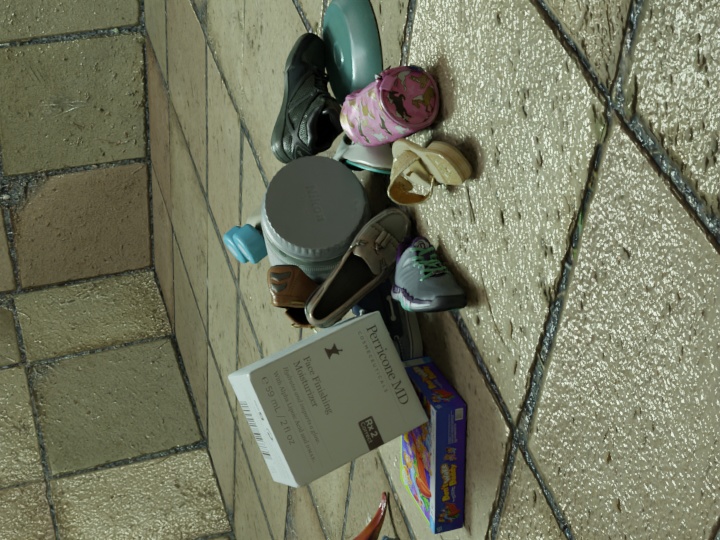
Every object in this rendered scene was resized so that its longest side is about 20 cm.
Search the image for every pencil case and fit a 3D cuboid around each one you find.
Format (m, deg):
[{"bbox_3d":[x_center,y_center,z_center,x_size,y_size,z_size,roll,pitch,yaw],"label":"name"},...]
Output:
[{"bbox_3d":[0.034,-0.209,1.631,0.200,0.082,0.087,169,90,-74],"label":"pencil case"}]

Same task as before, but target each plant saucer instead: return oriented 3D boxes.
[{"bbox_3d":[-0.018,-0.313,1.829,0.200,0.036,0.202,170,90,-73],"label":"plant saucer"}]

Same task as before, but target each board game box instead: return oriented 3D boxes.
[{"bbox_3d":[0.098,0.239,1.738,0.135,0.044,0.202,-128,32,-58],"label":"board game box"}]

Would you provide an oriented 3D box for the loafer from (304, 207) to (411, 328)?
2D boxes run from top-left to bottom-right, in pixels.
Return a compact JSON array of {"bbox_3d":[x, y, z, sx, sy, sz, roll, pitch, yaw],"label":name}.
[{"bbox_3d":[0.000,0.000,1.713,0.072,0.200,0.063,40,-178,-1],"label":"loafer"}]

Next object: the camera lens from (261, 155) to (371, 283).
[{"bbox_3d":[-0.063,-0.061,1.855,0.200,0.159,0.161,87,168,-70],"label":"camera lens"}]

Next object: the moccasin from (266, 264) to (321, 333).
[{"bbox_3d":[-0.076,0.053,1.810,0.201,0.073,0.078,48,-136,-69],"label":"moccasin"}]

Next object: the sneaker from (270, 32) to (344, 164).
[{"bbox_3d":[-0.059,-0.254,1.826,0.113,0.076,0.201,-5,65,37],"label":"sneaker"}]

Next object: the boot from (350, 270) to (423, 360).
[{"bbox_3d":[0.030,0.068,1.788,0.073,0.090,0.202,177,84,-73],"label":"boot"}]

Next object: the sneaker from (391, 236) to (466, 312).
[{"bbox_3d":[0.080,0.003,1.621,0.200,0.074,0.088,-162,68,-73],"label":"sneaker"}]

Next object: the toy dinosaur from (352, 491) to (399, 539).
[{"bbox_3d":[-0.024,0.484,2.048,0.105,0.180,0.202,115,143,-63],"label":"toy dinosaur"}]

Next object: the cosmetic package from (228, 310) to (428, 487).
[{"bbox_3d":[-0.047,0.172,1.699,0.166,0.199,0.165,65,164,-1],"label":"cosmetic package"}]

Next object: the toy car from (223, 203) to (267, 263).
[{"bbox_3d":[-0.091,-0.034,2.087,0.201,0.184,0.177,53,167,-11],"label":"toy car"}]

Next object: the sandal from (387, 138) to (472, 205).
[{"bbox_3d":[0.063,-0.115,1.564,0.078,0.070,0.211,49,167,-15],"label":"sandal"}]

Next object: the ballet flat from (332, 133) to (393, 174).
[{"bbox_3d":[0.007,-0.173,1.794,0.200,0.069,0.070,-160,61,-72],"label":"ballet flat"}]
